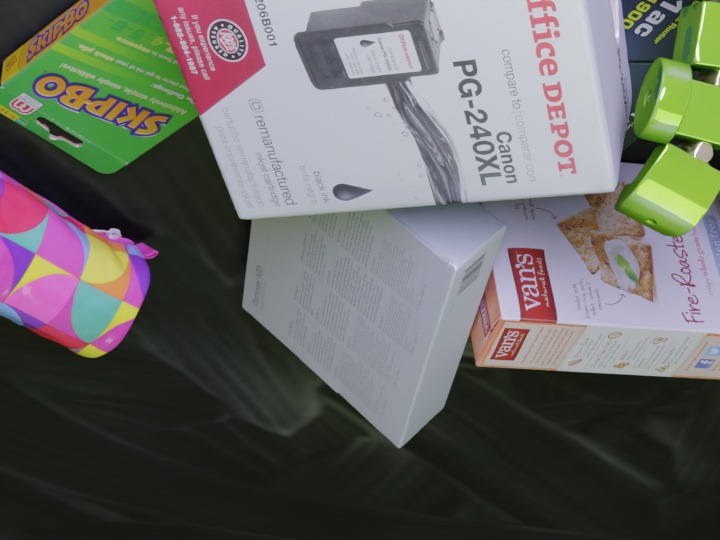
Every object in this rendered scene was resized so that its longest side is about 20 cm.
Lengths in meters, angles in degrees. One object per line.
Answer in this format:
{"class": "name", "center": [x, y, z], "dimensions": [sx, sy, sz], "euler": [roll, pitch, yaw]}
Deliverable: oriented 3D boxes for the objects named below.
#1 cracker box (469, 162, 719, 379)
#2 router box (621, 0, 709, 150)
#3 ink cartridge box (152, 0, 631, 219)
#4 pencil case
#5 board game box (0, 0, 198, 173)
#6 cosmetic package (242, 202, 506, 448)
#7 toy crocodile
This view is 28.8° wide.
{"class": "cracker box", "center": [0.165, -0.003, 0.891], "dimensions": [0.200, 0.134, 0.058], "euler": [3, 143, -13]}
{"class": "router box", "center": [0.124, -0.148, 0.746], "dimensions": [0.150, 0.062, 0.200], "euler": [16, 138, -28]}
{"class": "ink cartridge box", "center": [0.022, -0.109, 0.678], "dimensions": [0.200, 0.083, 0.145], "euler": [-4, 131, 18]}
{"class": "pencil case", "center": [-0.221, -0.018, 0.863], "dimensions": [0.088, 0.088, 0.200], "euler": [-29, 141, 28]}
{"class": "board game box", "center": [-0.108, -0.126, 0.775], "dimensions": [0.200, 0.030, 0.096], "euler": [-32, 136, 27]}
{"class": "cosmetic package", "center": [0.000, 0.000, 0.866], "dimensions": [0.052, 0.151, 0.200], "euler": [-40, 159, -31]}
{"class": "toy crocodile", "center": [0.169, -0.112, 0.651], "dimensions": [0.067, 0.200, 0.062], "euler": [14, -174, -6]}
